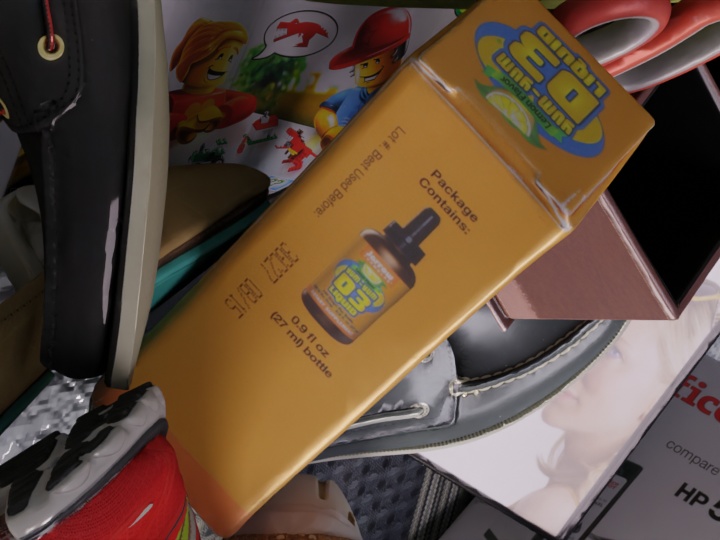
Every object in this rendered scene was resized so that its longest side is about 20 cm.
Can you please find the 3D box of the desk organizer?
[{"bbox_3d":[0.109,-0.072,0.957,0.200,0.077,0.072,-52,124,-32],"label":"desk organizer"}]

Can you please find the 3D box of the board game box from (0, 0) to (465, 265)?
[{"bbox_3d":[-0.034,-0.064,0.933,0.200,0.035,0.127,-3,126,-43],"label":"board game box"}]

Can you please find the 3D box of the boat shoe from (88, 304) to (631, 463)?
[{"bbox_3d":[0.002,0.028,0.974,0.199,0.073,0.062,-17,170,0],"label":"boat shoe"}]

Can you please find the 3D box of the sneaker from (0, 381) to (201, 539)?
[{"bbox_3d":[-0.068,0.089,0.817,0.077,0.085,0.200,-31,171,-2],"label":"sneaker"}]

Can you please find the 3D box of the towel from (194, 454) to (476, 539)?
[{"bbox_3d":[-0.028,0.128,1.127,0.192,0.035,0.200,-15,131,-39],"label":"towel"}]

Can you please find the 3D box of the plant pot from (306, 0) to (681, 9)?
[{"bbox_3d":[0.063,-0.153,0.847,0.199,0.187,0.187,-19,137,-14],"label":"plant pot"}]

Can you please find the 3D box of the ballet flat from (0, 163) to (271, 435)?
[{"bbox_3d":[-0.104,0.010,0.846,0.200,0.063,0.069,-43,-177,-37],"label":"ballet flat"}]

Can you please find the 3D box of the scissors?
[{"bbox_3d":[0.039,-0.046,0.890,0.073,0.014,0.200,-1,159,-43],"label":"scissors"}]

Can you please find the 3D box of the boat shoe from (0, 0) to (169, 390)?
[{"bbox_3d":[-0.082,-0.067,0.799,0.063,0.074,0.202,0,93,-5],"label":"boat shoe"}]

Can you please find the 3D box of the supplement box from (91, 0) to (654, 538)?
[{"bbox_3d":[0.000,0.000,0.854,0.069,0.067,0.200,-43,180,-45],"label":"supplement box"}]

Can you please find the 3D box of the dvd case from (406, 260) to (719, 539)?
[{"bbox_3d":[0.082,-0.007,1.065,0.143,0.018,0.200,33,97,-28],"label":"dvd case"}]

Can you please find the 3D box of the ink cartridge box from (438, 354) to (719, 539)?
[{"bbox_3d":[0.111,0.136,1.135,0.200,0.146,0.084,-49,148,-20],"label":"ink cartridge box"}]

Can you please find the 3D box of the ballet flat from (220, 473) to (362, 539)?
[{"bbox_3d":[-0.029,0.103,0.972,0.070,0.066,0.200,3,168,-8],"label":"ballet flat"}]
